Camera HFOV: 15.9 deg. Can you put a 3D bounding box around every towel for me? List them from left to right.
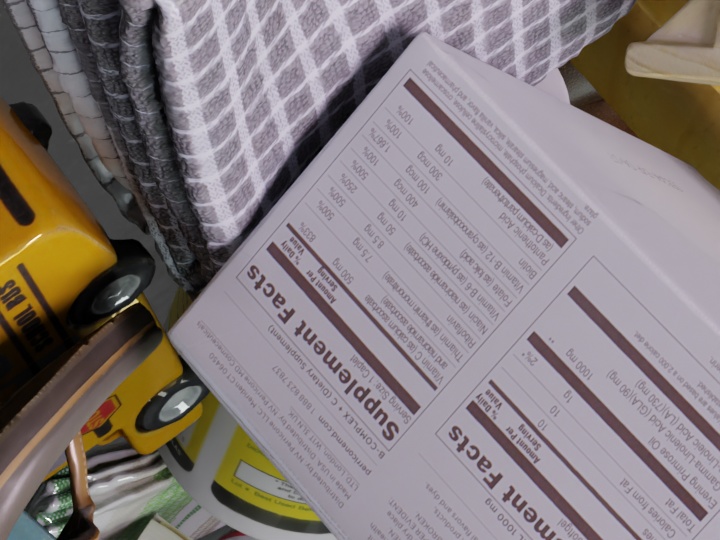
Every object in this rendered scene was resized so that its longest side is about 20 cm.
[{"bbox_3d":[-0.073,0.082,1.009,0.200,0.031,0.149,-21,166,-37],"label":"towel"},{"bbox_3d":[-0.006,-0.089,0.674,0.165,0.086,0.200,-37,155,-11],"label":"towel"}]

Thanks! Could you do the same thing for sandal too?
[{"bbox_3d":[-0.102,0.089,0.674,0.082,0.055,0.200,-35,-161,41],"label":"sandal"}]

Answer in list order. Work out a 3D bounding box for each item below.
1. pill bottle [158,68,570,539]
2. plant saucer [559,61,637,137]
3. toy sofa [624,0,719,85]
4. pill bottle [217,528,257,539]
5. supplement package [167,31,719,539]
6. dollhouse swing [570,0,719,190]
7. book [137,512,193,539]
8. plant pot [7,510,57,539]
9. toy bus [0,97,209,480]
[{"bbox_3d":[0.000,0.000,0.866,0.112,0.113,0.200,-27,158,-32],"label":"pill bottle"},{"bbox_3d":[0.051,-0.029,1.023,0.200,0.032,0.200,-35,161,-14],"label":"plant saucer"},{"bbox_3d":[0.141,-0.140,0.689,0.083,0.097,0.201,-2,99,-59],"label":"toy sofa"},{"bbox_3d":[-0.014,0.154,1.125,0.200,0.120,0.120,-36,164,-47],"label":"pill bottle"},{"bbox_3d":[0.074,0.043,0.719,0.111,0.156,0.200,-49,153,14],"label":"supplement package"},{"bbox_3d":[0.157,-0.092,0.832,0.182,0.200,0.176,-44,170,12],"label":"dollhouse swing"},{"bbox_3d":[-0.028,0.196,0.994,0.048,0.200,0.134,-56,180,-42],"label":"book"},{"bbox_3d":[-0.166,0.146,0.786,0.188,0.200,0.200,-49,163,-12],"label":"plant pot"},{"bbox_3d":[-0.103,0.011,0.772,0.078,0.065,0.200,-36,161,-7],"label":"toy bus"}]
